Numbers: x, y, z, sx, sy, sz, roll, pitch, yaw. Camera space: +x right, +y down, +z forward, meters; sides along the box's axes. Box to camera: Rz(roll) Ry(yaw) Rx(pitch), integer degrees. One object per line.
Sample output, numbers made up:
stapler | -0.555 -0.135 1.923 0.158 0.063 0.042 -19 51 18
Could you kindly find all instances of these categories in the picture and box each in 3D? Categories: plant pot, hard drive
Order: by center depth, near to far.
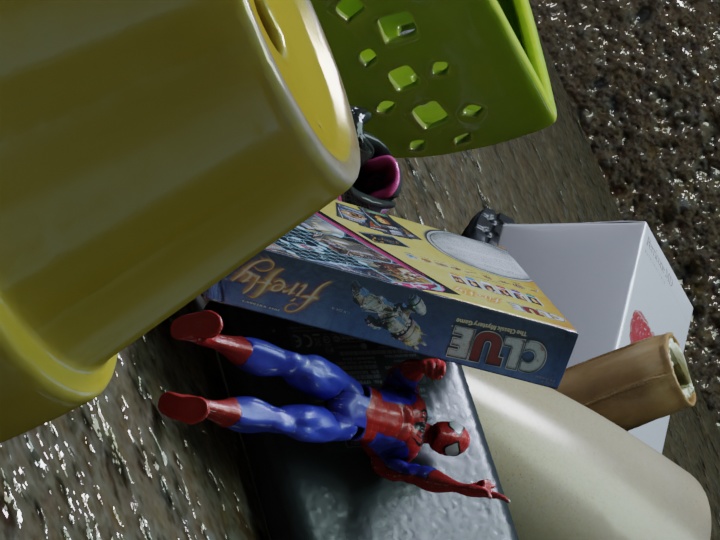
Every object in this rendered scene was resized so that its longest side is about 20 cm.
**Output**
plant pot | -0.110 -0.056 1.017 0.201 0.188 0.201 -23 90 -80
hard drive | 0.006 0.100 1.447 0.139 0.033 0.201 -1 60 -32
plant pot | 0.072 0.132 1.586 0.200 0.187 0.188 43 21 -26
plant pot | 0.003 -0.187 1.815 0.199 0.181 0.200 -98 162 -51

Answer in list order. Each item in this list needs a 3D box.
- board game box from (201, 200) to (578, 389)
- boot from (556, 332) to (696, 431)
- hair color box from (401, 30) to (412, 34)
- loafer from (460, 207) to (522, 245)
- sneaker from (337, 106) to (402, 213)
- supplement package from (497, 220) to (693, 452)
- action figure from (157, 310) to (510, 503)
board game box | 0.001 0.000 1.419 0.199 0.035 0.136 15 15 -19
boot | 0.121 0.097 1.760 0.175 0.199 0.066 -45 112 -78
hair color box | 0.015 -0.201 2.078 0.064 0.111 0.201 43 27 -63
loafer | 0.081 0.020 2.066 0.068 0.071 0.201 27 28 4
sneaker | -0.015 -0.039 1.623 0.200 0.086 0.081 67 15 -70
supplement package | 0.154 0.078 1.973 0.121 0.119 0.201 54 43 -48
action figure | 0.004 0.070 1.356 0.200 0.099 0.066 19 78 -47
